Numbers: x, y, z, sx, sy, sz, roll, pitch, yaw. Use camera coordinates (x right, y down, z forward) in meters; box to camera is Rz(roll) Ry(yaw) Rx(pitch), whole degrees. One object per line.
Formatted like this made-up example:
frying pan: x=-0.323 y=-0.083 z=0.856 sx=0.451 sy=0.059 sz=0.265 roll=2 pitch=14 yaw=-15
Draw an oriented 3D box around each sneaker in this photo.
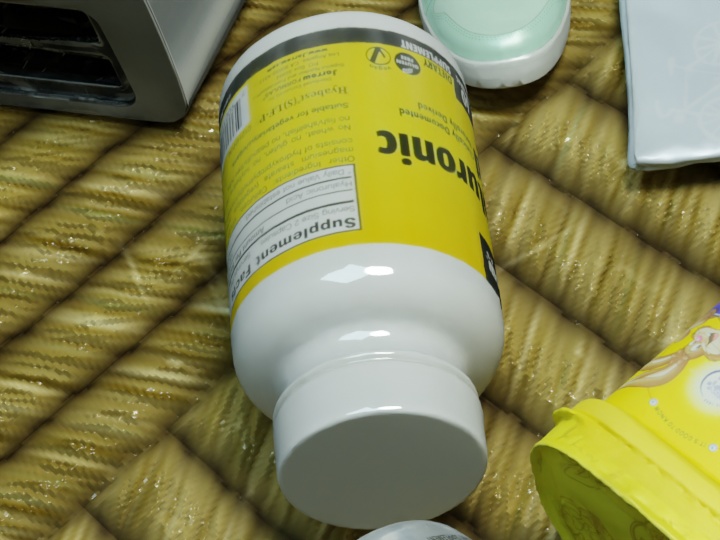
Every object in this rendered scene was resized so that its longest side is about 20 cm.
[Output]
sneaker: x=0.055 y=-0.187 z=0.989 sx=0.073 sy=0.118 sz=0.201 roll=-6 pitch=53 yaw=8

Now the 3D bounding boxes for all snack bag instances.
snack bag: x=0.211 y=-0.117 z=0.956 sx=0.199 sy=0.021 sz=0.189 roll=-7 pitch=51 yaw=9

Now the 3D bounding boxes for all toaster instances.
toaster: x=-0.147 y=-0.172 z=0.996 sx=0.199 sy=0.181 sz=0.119 roll=8 pitch=58 yaw=22

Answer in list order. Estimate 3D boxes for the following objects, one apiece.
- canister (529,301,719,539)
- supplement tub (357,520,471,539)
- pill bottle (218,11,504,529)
canister: x=0.186 y=0.057 z=0.784 sx=0.200 sy=0.087 sz=0.148 roll=-38 pitch=53 yaw=-17
supplement tub: x=0.060 y=0.182 z=0.695 sx=0.200 sy=0.123 sz=0.123 roll=34 pitch=67 yaw=33
pill bottle: x=0.000 y=0.000 z=0.863 sx=0.111 sy=0.111 sz=0.201 roll=-11 pitch=51 yaw=6
